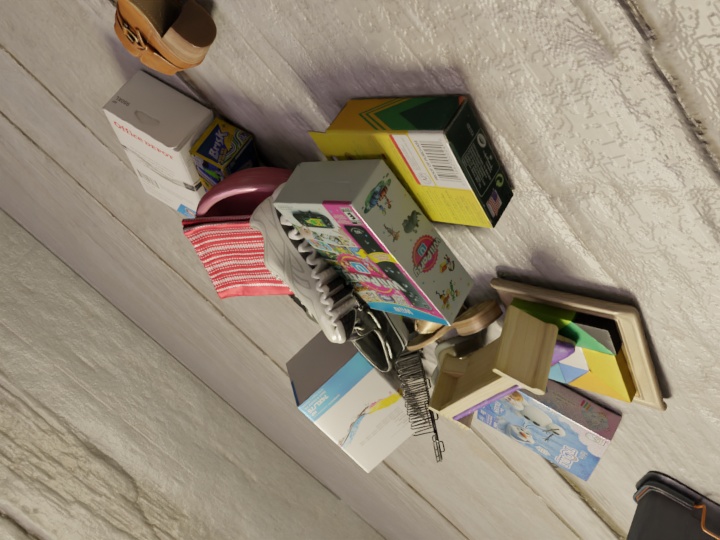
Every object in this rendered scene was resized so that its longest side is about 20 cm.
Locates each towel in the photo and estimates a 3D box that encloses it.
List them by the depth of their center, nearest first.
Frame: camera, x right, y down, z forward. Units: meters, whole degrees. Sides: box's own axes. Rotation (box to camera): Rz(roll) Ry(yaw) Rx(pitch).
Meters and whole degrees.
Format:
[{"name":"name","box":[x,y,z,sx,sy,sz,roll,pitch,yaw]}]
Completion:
[{"name":"towel","box":[-0.158,-0.016,1.045,0.140,0.023,0.201,-3,151,3]}]

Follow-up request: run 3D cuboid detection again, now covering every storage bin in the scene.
[{"name":"storage bin","box":[0.468,0.404,1.050,0.197,0.136,0.147,28,157,18]}]

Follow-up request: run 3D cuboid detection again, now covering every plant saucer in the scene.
[{"name":"plant saucer","box":[-0.124,-0.076,1.011,0.194,0.052,0.202,-1,152,0]}]

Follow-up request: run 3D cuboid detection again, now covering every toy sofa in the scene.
[{"name":"toy sofa","box":[0.167,0.129,0.897,0.096,0.084,0.200,27,151,-7]}]

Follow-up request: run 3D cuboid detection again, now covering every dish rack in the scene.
[{"name":"dish rack","box":[0.089,0.197,1.174,0.053,0.204,0.155,-14,145,4]}]

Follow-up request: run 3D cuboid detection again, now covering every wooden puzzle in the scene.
[{"name":"wooden puzzle","box":[0.256,0.093,0.885,0.182,0.038,0.201,13,148,45]}]

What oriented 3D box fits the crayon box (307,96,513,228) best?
[{"name":"crayon box","box":[0.048,-0.114,0.772,0.197,0.051,0.128,12,148,45]}]

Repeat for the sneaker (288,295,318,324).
[{"name":"sneaker","box":[-0.107,0.012,1.230,0.199,0.077,0.113,45,168,-31]}]

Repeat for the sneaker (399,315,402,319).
[{"name":"sneaker","box":[-0.015,0.018,1.139,0.199,0.072,0.083,43,124,-3]}]

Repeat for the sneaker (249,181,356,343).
[{"name":"sneaker","box":[-0.069,-0.002,0.910,0.080,0.075,0.204,-27,86,23]}]

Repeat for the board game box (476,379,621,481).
[{"name":"board game box","box":[0.269,0.219,1.104,0.196,0.044,0.202,27,156,21]}]

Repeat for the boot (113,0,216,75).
[{"name":"boot","box":[-0.254,-0.308,0.838,0.199,0.078,0.154,39,163,-24]}]

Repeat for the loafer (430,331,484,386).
[{"name":"loafer","box":[0.147,0.147,1.073,0.201,0.073,0.071,86,163,-62]}]

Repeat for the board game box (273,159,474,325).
[{"name":"board game box","box":[0.016,-0.031,0.834,0.146,0.065,0.200,9,149,51]}]

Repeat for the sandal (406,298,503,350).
[{"name":"sandal","box":[0.110,0.051,1.001,0.071,0.077,0.211,59,153,-2]}]

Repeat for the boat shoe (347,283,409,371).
[{"name":"boat shoe","box":[0.002,0.062,0.990,0.071,0.072,0.200,-9,136,40]}]

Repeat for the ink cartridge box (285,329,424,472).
[{"name":"ink cartridge box","box":[-0.009,0.214,1.315,0.200,0.145,0.147,47,-175,-26]}]

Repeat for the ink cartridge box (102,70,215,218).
[{"name":"ink cartridge box","box":[-0.270,-0.171,1.093,0.142,0.085,0.201,29,157,17]}]

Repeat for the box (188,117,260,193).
[{"name":"box","box":[-0.181,-0.122,1.075,0.063,0.071,0.201,28,156,16]}]
